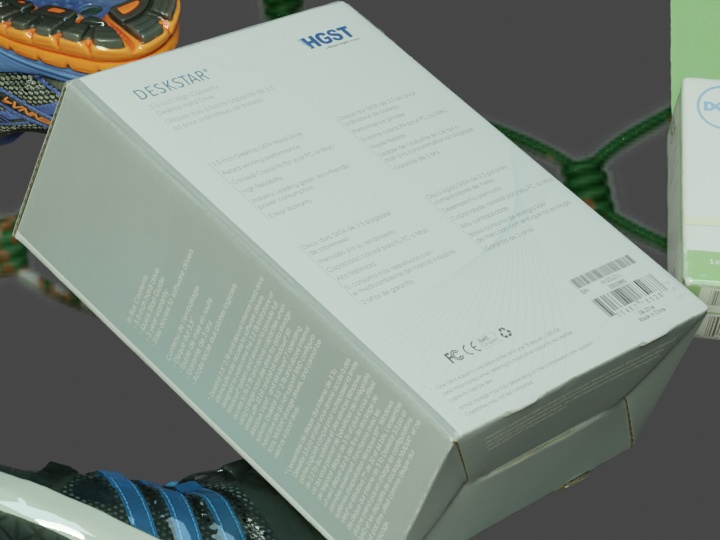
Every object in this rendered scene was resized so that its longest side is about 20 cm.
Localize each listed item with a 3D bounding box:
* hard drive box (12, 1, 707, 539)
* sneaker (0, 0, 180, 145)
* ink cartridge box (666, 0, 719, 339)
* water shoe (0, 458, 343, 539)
[{"bbox_3d":[0.000,0.000,0.962,0.200,0.077,0.156,43,39,23],"label":"hard drive box"},{"bbox_3d":[-0.159,-0.086,1.048,0.199,0.079,0.075,17,41,29],"label":"sneaker"},{"bbox_3d":[0.198,-0.059,1.071,0.145,0.048,0.201,5,56,0],"label":"ink cartridge box"},{"bbox_3d":[-0.065,0.104,0.928,0.199,0.072,0.079,20,37,1],"label":"water shoe"}]
